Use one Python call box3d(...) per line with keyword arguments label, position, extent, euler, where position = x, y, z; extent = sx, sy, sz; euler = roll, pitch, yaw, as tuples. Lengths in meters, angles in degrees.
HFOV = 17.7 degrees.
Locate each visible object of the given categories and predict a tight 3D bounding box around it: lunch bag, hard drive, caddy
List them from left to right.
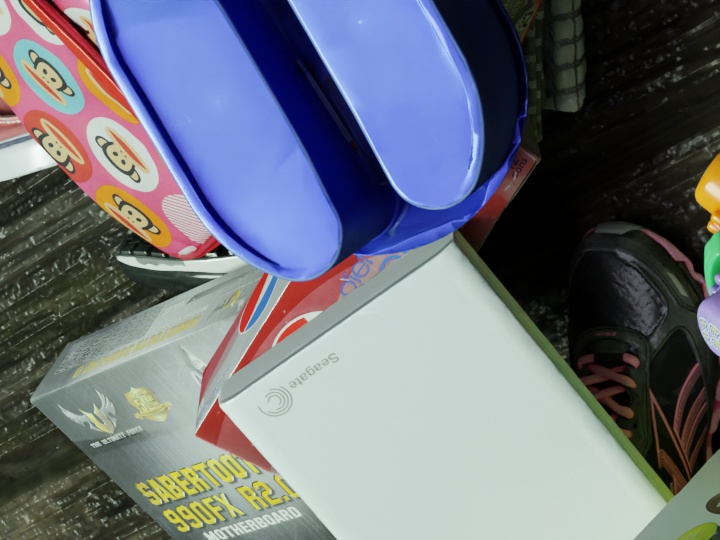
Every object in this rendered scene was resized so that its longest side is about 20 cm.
box3d(label="lunch bag", position=(-0.101, -0.107, 1.051), extent=(0.200, 0.082, 0.176), euler=(46, 152, -7))
box3d(label="caddy", position=(-0.019, -0.094, 0.934), extent=(0.141, 0.105, 0.200), euler=(-27, 100, 17))
box3d(label="hard drive", position=(0.049, 0.092, 1.045), extent=(0.132, 0.027, 0.200), euler=(-35, 109, 15))

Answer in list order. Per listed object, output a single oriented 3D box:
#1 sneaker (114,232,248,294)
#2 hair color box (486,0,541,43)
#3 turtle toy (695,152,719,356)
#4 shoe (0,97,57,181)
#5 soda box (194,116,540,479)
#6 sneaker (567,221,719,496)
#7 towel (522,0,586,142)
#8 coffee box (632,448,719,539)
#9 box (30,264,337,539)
box3d(label="sneaker", position=(-0.040, 0.015, 1.202), extent=(0.200, 0.076, 0.088), euler=(2, 116, 34))
box3d(label="hair color box", position=(-0.006, -0.177, 0.993), extent=(0.200, 0.064, 0.111), euler=(39, 130, 16))
box3d(label="turtle toy", position=(0.201, 0.011, 0.975), extent=(0.146, 0.101, 0.200), euler=(-19, 57, 37))
box3d(label="shoe", position=(-0.186, -0.101, 1.209), extent=(0.200, 0.071, 0.091), euler=(-164, 59, -69))
box3d(label="soda box", position=(0.000, 0.000, 1.053), extent=(0.070, 0.063, 0.200), euler=(28, 112, -12))
box3d(label="sneaker", position=(0.127, 0.078, 1.100), extent=(0.079, 0.095, 0.201), euler=(1, 109, 36))
box3d(label="towel", position=(0.004, -0.146, 1.094), extent=(0.200, 0.086, 0.166), euler=(10, 116, 31))
box3d(label="coffee box", position=(0.245, 0.179, 0.994), extent=(0.197, 0.200, 0.200), euler=(-6, 107, 36))
box3d(label="box", position=(-0.054, 0.081, 1.204), extent=(0.200, 0.048, 0.158), euler=(-22, 119, 44))
